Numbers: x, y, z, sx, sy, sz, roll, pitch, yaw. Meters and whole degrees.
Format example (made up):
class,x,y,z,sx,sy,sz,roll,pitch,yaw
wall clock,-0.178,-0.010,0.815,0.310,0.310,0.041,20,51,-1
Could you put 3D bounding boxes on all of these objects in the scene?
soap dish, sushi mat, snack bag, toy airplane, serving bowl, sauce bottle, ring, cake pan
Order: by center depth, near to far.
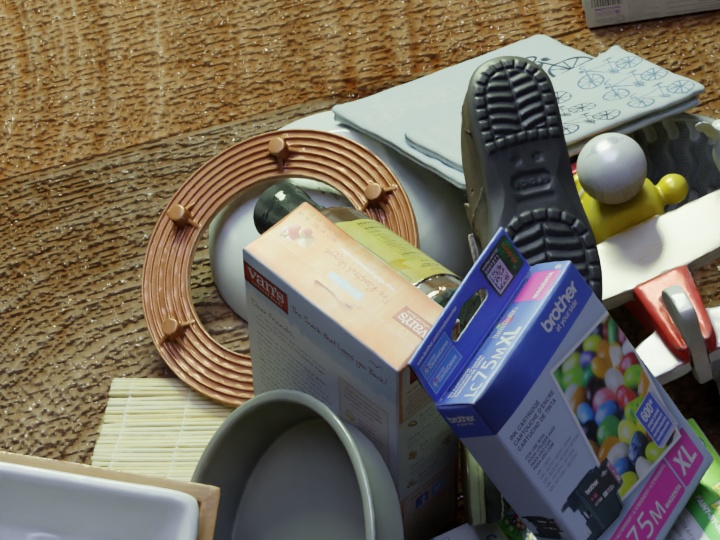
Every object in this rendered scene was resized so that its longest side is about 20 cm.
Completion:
class,x,y,z,sx,sy,sz,roll,pitch,yaw
cake pan,-0.042,0.173,1.637,0.037,0.201,0.200,9,32,-38
soap dish,-0.194,0.194,1.646,0.199,0.081,0.158,9,79,-1
toy airplane,0.174,-0.018,1.724,0.198,0.142,0.200,3,38,37
sauce bottle,0.000,0.000,1.742,0.065,0.065,0.200,-35,38,-18
sushi mat,-0.080,0.105,1.808,0.199,0.012,0.096,-2,48,12
ring,-0.057,-0.005,1.832,0.199,0.019,0.201,-8,66,19
snack bag,0.104,-0.116,1.866,0.188,0.022,0.200,-22,27,-22
serving bowl,-0.013,-0.046,1.896,0.199,0.066,0.201,-7,46,7

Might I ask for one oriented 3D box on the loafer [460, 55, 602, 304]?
class,x,y,z,sx,sy,sz,roll,pitch,yaw
loafer,0.101,-0.028,1.671,0.073,0.071,0.201,-4,84,-10

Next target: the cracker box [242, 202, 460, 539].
class,x,y,z,sx,sy,sz,roll,pitch,yaw
cracker box,-0.004,0.071,1.675,0.058,0.201,0.134,-37,59,-25

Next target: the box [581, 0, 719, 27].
class,x,y,z,sx,sy,sz,roll,pitch,yaw
box,0.259,-0.218,2.007,0.199,0.042,0.039,-9,46,7

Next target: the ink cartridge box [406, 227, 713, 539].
class,x,y,z,sx,sy,sz,roll,pitch,yaw
ink cartridge box,0.119,0.084,1.598,0.042,0.200,0.119,-9,36,51

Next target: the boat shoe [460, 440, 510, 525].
class,x,y,z,sx,sy,sz,roll,pitch,yaw
boat shoe,0.100,0.090,1.715,0.066,0.072,0.201,2,27,7

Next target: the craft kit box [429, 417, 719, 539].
class,x,y,z,sx,sy,sz,roll,pitch,yaw
craft kit box,0.160,0.203,1.636,0.197,0.049,0.200,-25,47,-6

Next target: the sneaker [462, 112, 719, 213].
class,x,y,z,sx,sy,sz,roll,pitch,yaw
sneaker,0.166,-0.085,1.879,0.199,0.075,0.082,0,26,-3

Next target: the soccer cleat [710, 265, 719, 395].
class,x,y,z,sx,sy,sz,roll,pitch,yaw
soccer cleat,0.251,0.066,1.734,0.086,0.070,0.201,-7,41,26
